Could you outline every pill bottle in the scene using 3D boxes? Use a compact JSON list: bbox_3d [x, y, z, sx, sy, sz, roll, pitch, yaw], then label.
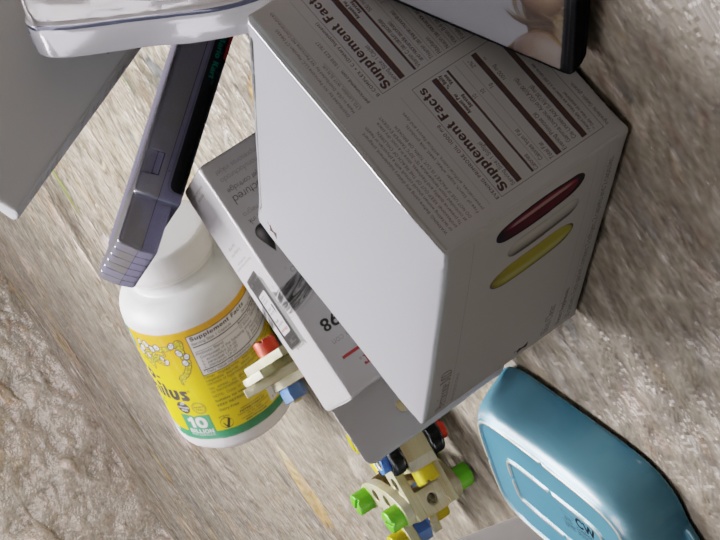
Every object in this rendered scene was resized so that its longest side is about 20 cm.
[{"bbox_3d":[-0.138,0.044,1.598,0.113,0.112,0.201,36,154,50],"label":"pill bottle"}]

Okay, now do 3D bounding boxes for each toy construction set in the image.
[{"bbox_3d":[0.005,0.113,1.375,0.200,0.092,0.131,46,164,-2],"label":"toy construction set"}]

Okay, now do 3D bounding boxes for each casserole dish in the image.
[{"bbox_3d":[0.132,0.137,1.128,0.200,0.039,0.122,36,154,49],"label":"casserole dish"}]

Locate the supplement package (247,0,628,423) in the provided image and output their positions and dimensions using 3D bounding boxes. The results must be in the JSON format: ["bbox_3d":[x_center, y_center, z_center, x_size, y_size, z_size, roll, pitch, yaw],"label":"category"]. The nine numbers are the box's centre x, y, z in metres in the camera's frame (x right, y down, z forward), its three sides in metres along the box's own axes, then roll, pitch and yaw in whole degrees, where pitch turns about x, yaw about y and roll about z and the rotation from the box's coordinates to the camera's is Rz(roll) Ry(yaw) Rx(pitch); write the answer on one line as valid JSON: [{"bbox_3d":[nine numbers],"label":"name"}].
[{"bbox_3d":[0.032,-0.046,0.947,0.156,0.110,0.200,51,163,20],"label":"supplement package"}]

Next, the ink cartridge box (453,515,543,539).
[{"bbox_3d":[0.080,0.267,1.275,0.129,0.198,0.126,76,172,-50],"label":"ink cartridge box"}]

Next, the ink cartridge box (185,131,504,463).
[{"bbox_3d":[0.000,0.000,1.116,0.201,0.115,0.067,56,163,1],"label":"ink cartridge box"}]

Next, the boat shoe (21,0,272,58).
[{"bbox_3d":[-0.093,-0.161,0.994,0.074,0.198,0.066,-77,-26,-57],"label":"boat shoe"}]

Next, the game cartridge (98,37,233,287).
[{"bbox_3d":[-0.115,-0.095,1.177,0.038,0.202,0.130,19,167,-14],"label":"game cartridge"}]

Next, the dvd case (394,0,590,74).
[{"bbox_3d":[0.033,-0.174,0.779,0.142,0.018,0.201,26,152,19],"label":"dvd case"}]

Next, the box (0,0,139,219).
[{"bbox_3d":[-0.184,-0.140,1.115,0.097,0.201,0.124,35,173,-8],"label":"box"}]
